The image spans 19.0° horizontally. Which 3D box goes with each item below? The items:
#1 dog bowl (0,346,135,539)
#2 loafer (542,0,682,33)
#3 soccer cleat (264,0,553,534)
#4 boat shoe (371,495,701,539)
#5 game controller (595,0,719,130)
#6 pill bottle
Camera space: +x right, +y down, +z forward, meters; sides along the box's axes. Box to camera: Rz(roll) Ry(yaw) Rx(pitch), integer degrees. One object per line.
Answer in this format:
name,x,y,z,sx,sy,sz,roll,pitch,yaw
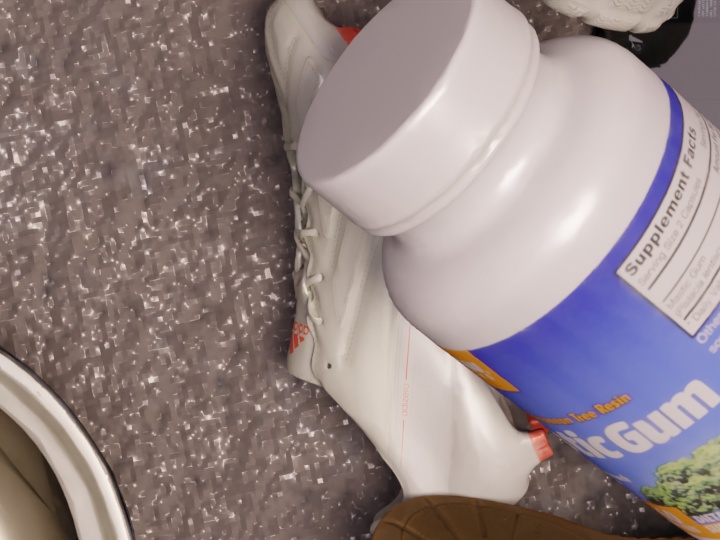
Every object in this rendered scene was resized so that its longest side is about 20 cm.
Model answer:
dog bowl,-0.173,0.110,0.769,0.199,0.074,0.201,0,92,2
loafer,0.075,-0.166,0.705,0.070,0.070,0.201,6,49,-27
soccer cleat,0.000,0.000,0.761,0.077,0.069,0.201,-23,94,6
boat shoe,0.098,0.132,0.729,0.199,0.072,0.065,11,120,11
game controller,0.137,-0.104,0.769,0.104,0.042,0.201,2,92,17
pill bottle,0.078,-0.004,0.695,0.200,0.112,0.112,36,94,-24
